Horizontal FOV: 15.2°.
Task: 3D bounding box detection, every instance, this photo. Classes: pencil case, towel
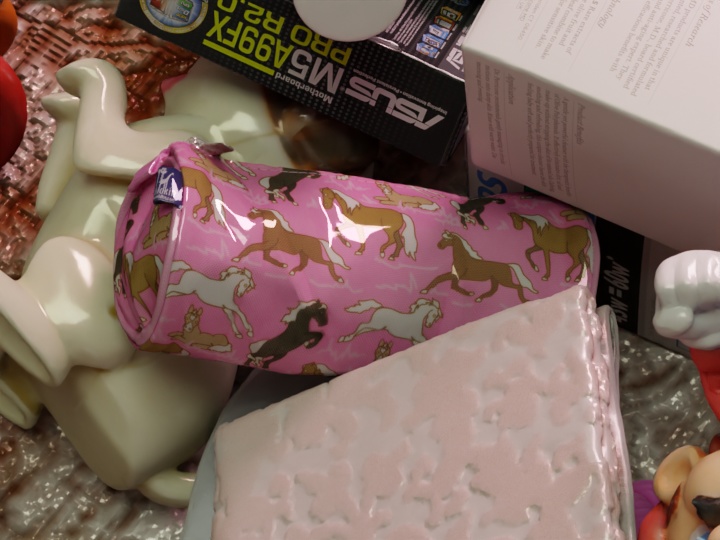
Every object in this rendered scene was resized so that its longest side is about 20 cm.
[{"bbox_3d":[0.000,0.000,1.114,0.199,0.087,0.083,8,25,-18],"label":"pencil case"},{"bbox_3d":[0.022,0.120,1.031,0.190,0.032,0.201,-23,49,27],"label":"towel"}]

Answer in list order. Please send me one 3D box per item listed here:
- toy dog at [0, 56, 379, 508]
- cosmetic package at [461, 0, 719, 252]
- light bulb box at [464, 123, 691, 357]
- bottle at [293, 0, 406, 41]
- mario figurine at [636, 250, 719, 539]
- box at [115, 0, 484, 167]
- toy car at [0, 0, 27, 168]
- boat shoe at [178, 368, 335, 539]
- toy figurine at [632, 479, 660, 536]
[{"bbox_3d":[-0.077,-0.014,1.190,0.194,0.140,0.200,39,69,8],"label":"toy dog"},{"bbox_3d":[0.146,-0.058,1.073,0.199,0.108,0.085,23,69,14],"label":"cosmetic package"},{"bbox_3d":[0.175,-0.070,1.208,0.199,0.125,0.199,23,65,15],"label":"light bulb box"},{"bbox_3d":[-0.011,-0.165,1.143,0.083,0.065,0.200,-33,30,17],"label":"bottle"},{"bbox_3d":[0.160,0.061,0.968,0.123,0.106,0.201,41,113,46],"label":"mario figurine"},{"bbox_3d":[-0.003,-0.135,1.228,0.160,0.044,0.200,24,30,3],"label":"box"},{"bbox_3d":[-0.226,-0.086,1.230,0.150,0.175,0.200,54,32,-11],"label":"toy car"},{"bbox_3d":[-0.036,0.119,1.146,0.072,0.066,0.201,14,69,18],"label":"boat shoe"},{"bbox_3d":[0.099,0.135,1.111,0.199,0.150,0.185,2,49,-20],"label":"toy figurine"}]
